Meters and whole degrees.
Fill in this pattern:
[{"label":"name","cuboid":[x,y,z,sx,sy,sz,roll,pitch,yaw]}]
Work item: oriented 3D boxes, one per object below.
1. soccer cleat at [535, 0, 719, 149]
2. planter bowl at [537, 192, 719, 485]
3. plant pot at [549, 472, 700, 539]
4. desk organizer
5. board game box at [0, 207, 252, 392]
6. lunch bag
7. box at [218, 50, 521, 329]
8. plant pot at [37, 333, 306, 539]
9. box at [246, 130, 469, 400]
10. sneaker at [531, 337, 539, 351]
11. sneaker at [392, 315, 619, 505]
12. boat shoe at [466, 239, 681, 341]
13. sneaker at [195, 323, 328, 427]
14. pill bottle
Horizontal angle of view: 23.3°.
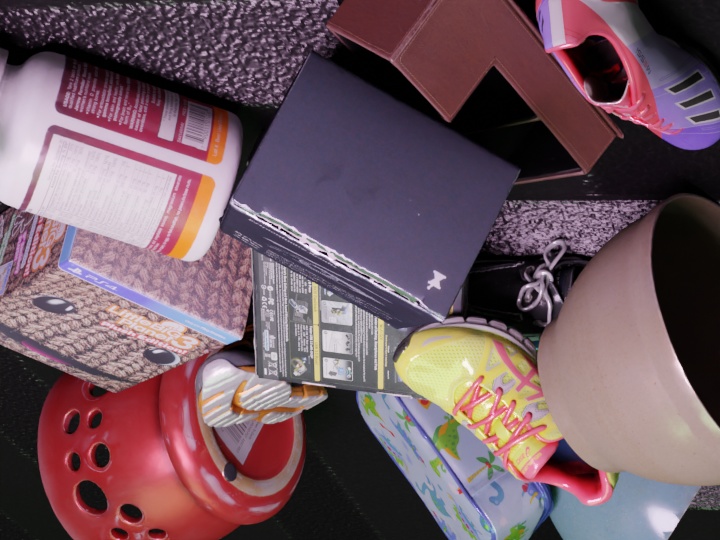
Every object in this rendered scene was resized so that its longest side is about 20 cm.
[{"label":"soccer cleat","cuboid":[0.163,-0.116,1.051,0.068,0.074,0.200,-10,147,33]},{"label":"planter bowl","cuboid":[0.209,0.064,1.222,0.134,0.202,0.199,-27,137,36]},{"label":"plant pot","cuboid":[0.222,0.160,1.475,0.134,0.201,0.201,32,157,13]},{"label":"desk organizer","cuboid":[0.072,-0.115,1.053,0.072,0.077,0.200,34,175,44]},{"label":"board game box","cuboid":[-0.201,0.007,1.398,0.158,0.098,0.199,26,150,-29]},{"label":"lunch bag","cuboid":[0.077,0.151,1.489,0.082,0.201,0.161,-30,161,-17]},{"label":"box","cuboid":[-0.001,-0.043,1.093,0.147,0.105,0.200,29,174,-5]},{"label":"plant pot","cuboid":[-0.158,0.154,1.563,0.181,0.202,0.200,-17,143,35]},{"label":"box","cuboid":[0.000,0.000,1.280,0.159,0.049,0.202,7,127,10]},{"label":"sneaker","cuboid":[0.088,0.053,1.396,0.197,0.083,0.071,2,122,5]},{"label":"sneaker","cuboid":[0.113,0.104,1.258,0.198,0.091,0.078,26,124,-15]},{"label":"boat shoe","cuboid":[0.145,0.019,1.324,0.197,0.074,0.068,10,149,4]},{"label":"sneaker","cuboid":[-0.092,0.082,1.449,0.078,0.078,0.200,-24,167,11]},{"label":"pill bottle","cuboid":[-0.189,-0.085,1.198,0.198,0.111,0.110,18,153,-15]}]
